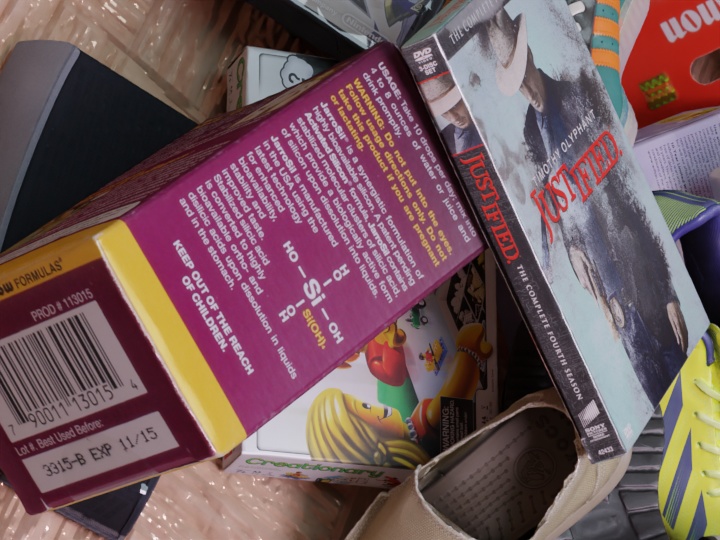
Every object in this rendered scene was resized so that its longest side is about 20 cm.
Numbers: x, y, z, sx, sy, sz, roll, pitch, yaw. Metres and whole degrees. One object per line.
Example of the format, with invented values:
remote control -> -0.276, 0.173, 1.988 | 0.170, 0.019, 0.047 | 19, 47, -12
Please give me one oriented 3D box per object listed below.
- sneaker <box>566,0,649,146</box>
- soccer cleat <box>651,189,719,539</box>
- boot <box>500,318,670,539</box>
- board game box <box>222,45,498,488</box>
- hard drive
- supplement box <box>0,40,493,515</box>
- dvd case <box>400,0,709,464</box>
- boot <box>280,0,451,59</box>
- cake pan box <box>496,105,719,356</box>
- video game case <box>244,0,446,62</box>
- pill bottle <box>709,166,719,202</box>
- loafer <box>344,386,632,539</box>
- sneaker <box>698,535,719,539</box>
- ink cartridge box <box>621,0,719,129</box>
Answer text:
sneaker -> 0.092, -0.112, 1.408 | 0.080, 0.071, 0.200 | 60, 27, -33
soccer cleat -> 0.165, 0.059, 1.392 | 0.065, 0.084, 0.200 | -25, 103, -43
boot -> 0.103, 0.133, 1.382 | 0.077, 0.138, 0.200 | -4, 62, -7
board game box -> 0.000, 0.000, 1.359 | 0.126, 0.035, 0.200 | 6, 70, -19
hard drive -> -0.119, 0.004, 1.275 | 0.135, 0.042, 0.200 | 32, 55, -28
supplement box -> -0.061, 0.002, 1.208 | 0.200, 0.131, 0.103 | -37, 101, -42
dvd case -> 0.089, -0.033, 1.278 | 0.200, 0.022, 0.146 | 64, 29, -11
boot -> 0.058, -0.140, 1.470 | 0.200, 0.068, 0.188 | 42, 50, -22
cake pan box -> 0.153, 0.030, 1.477 | 0.184, 0.052, 0.200 | -23, 100, -42
video game case -> -0.027, -0.210, 1.389 | 0.200, 0.026, 0.181 | 32, 64, -6
pill bottle -> 0.232, 0.038, 1.443 | 0.111, 0.111, 0.200 | -26, 102, -44
loafer -> 0.034, 0.121, 1.284 | 0.076, 0.200, 0.068 | 42, -2, 22
sneaker -> 0.190, 0.179, 1.368 | 0.087, 0.200, 0.076 | -4, 69, -9
ink cartridge box -> 0.146, -0.169, 1.494 | 0.050, 0.162, 0.200 | -34, 98, -48
